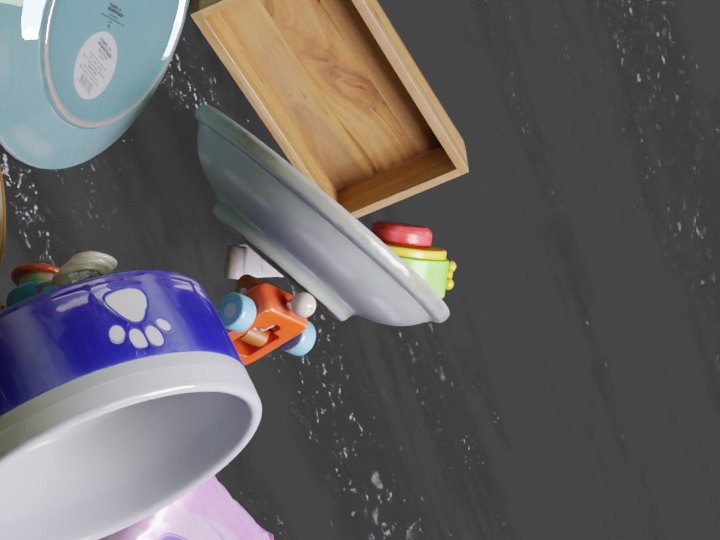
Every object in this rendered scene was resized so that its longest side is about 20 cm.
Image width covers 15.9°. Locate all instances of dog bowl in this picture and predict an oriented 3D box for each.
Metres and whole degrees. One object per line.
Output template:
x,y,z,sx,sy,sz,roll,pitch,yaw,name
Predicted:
-0.161,0.084,1.442,0.200,0.200,0.079,0,57,-48,dog bowl

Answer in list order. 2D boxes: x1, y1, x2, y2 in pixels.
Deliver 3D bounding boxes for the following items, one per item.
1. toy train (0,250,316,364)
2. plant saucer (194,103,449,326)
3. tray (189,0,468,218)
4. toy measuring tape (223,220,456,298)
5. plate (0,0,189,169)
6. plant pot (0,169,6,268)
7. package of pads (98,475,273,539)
-0.130,0.021,1.527,0.200,0.150,0.056,20,45,-44,toy train
-0.036,-0.021,1.575,0.050,0.200,0.200,-49,134,-2,plant saucer
-0.018,-0.122,1.636,0.200,0.099,0.037,55,19,-40,tray
0.000,0.000,1.701,0.200,0.074,0.074,3,96,-49,toy measuring tape
-0.149,-0.151,1.491,0.200,0.026,0.200,-42,143,-43,plate
-0.247,-0.045,1.390,0.200,0.027,0.200,30,55,-58,plant pot
-0.146,0.206,1.576,0.121,0.076,0.200,52,60,-38,package of pads
